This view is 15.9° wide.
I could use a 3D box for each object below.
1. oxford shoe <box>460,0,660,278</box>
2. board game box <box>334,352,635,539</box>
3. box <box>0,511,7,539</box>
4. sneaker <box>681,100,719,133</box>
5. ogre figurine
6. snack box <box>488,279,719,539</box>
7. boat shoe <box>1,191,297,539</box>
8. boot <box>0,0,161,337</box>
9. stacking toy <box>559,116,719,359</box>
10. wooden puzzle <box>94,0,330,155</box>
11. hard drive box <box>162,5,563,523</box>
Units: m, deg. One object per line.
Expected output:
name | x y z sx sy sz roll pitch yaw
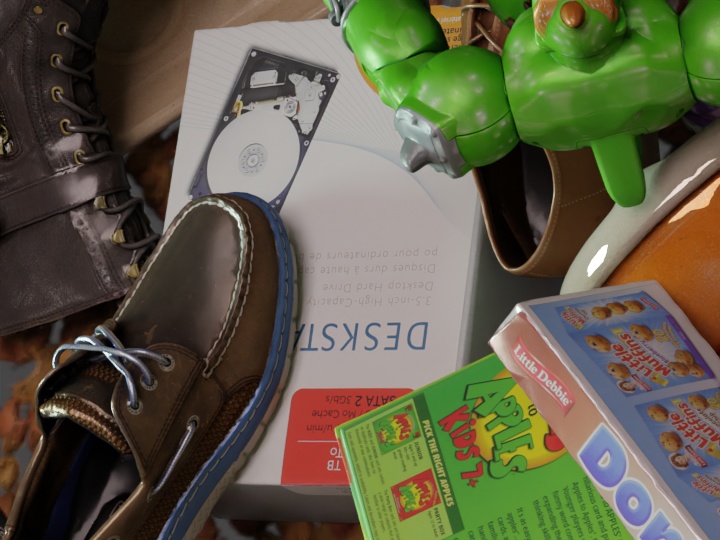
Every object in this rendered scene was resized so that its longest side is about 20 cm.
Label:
oxford shoe | 0.065 -0.094 0.975 0.071 0.071 0.200 -5 97 48
board game box | 0.064 0.117 0.859 0.102 0.048 0.200 -26 46 10
box | -0.235 0.078 1.121 0.044 0.160 0.200 -47 56 10
sneaker | 0.111 -0.128 1.035 0.080 0.088 0.200 -47 55 10
ogre figurine | 0.083 -0.093 0.891 0.200 0.098 0.120 0 49 -2
snack box | 0.125 0.084 0.829 0.200 0.072 0.024 54 131 27
boat shoe | -0.085 0.058 1.001 0.072 0.072 0.200 14 81 34
boot | -0.123 -0.068 1.138 0.200 0.069 0.174 -25 89 31
stacking toy | 0.181 0.039 0.927 0.146 0.146 0.200 -42 72 11
wooden puzzle | -0.086 -0.177 1.170 0.185 0.046 0.200 -31 80 21
hard drive box | 0.000 0.000 1.061 0.156 0.077 0.200 -3 72 30
